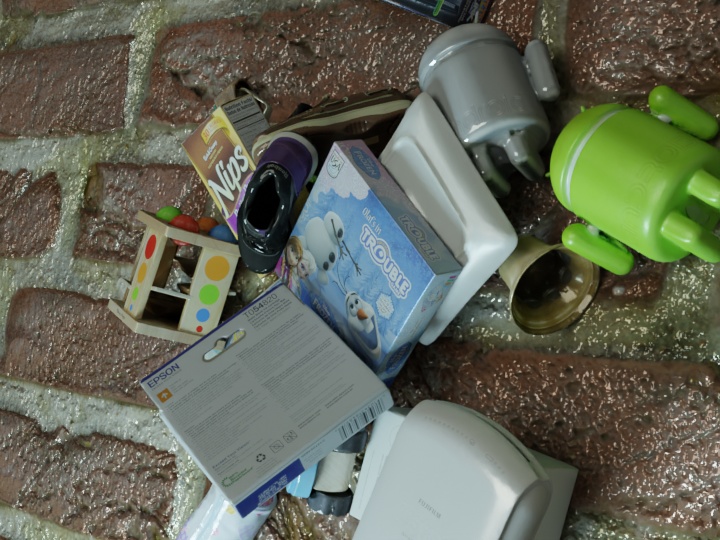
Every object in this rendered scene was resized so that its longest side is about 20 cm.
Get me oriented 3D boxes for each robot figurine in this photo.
[{"bbox_3d":[0.129,-0.178,1.217,0.170,0.113,0.200,-26,64,15],"label":"robot figurine"},{"bbox_3d":[0.261,-0.084,1.074,0.200,0.116,0.176,37,101,41],"label":"robot figurine"}]

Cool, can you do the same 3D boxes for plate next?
[{"bbox_3d":[0.059,-0.049,1.207,0.200,0.032,0.200,61,139,23],"label":"plate"}]

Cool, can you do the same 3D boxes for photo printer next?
[{"bbox_3d":[0.084,0.232,1.080,0.166,0.069,0.200,33,105,42],"label":"photo printer"}]

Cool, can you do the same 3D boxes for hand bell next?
[{"bbox_3d":[0.151,-0.028,1.205,0.104,0.104,0.200,-61,36,16],"label":"hand bell"}]

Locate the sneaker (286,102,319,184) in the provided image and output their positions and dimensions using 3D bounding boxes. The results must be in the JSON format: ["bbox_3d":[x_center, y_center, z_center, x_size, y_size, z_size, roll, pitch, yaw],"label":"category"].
[{"bbox_3d":[-0.034,-0.144,1.391,0.200,0.077,0.084,38,106,37],"label":"sneaker"}]

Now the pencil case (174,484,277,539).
[{"bbox_3d":[-0.185,0.332,1.435,0.200,0.091,0.083,-55,51,20],"label":"pencil case"}]

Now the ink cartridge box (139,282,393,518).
[{"bbox_3d":[-0.101,0.130,1.206,0.200,0.041,0.200,-35,51,-14],"label":"ink cartridge box"}]

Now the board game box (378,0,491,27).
[{"bbox_3d":[0.024,-0.336,1.308,0.200,0.165,0.057,31,106,41],"label":"board game box"}]

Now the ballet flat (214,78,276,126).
[{"bbox_3d":[-0.134,-0.180,1.498,0.067,0.068,0.200,-45,57,20],"label":"ballet flat"}]

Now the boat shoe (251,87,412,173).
[{"bbox_3d":[-0.034,-0.166,1.334,0.075,0.202,0.075,95,156,-47],"label":"boat shoe"}]

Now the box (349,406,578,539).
[{"bbox_3d":[0.103,0.227,1.179,0.200,0.097,0.125,18,94,44],"label":"box"}]

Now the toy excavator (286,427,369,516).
[{"bbox_3d":[-0.103,0.172,1.270,0.194,0.200,0.100,-109,32,-72],"label":"toy excavator"}]

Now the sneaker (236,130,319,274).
[{"bbox_3d":[-0.112,-0.059,1.282,0.076,0.088,0.200,24,134,5],"label":"sneaker"}]

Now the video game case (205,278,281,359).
[{"bbox_3d":[-0.141,0.119,1.437,0.200,0.022,0.182,-39,38,32],"label":"video game case"}]

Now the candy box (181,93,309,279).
[{"bbox_3d":[-0.129,-0.101,1.410,0.117,0.056,0.200,-31,89,52],"label":"candy box"}]

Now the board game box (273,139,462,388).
[{"bbox_3d":[0.000,0.000,1.232,0.200,0.043,0.199,54,134,30],"label":"board game box"}]

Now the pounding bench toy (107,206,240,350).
[{"bbox_3d":[-0.249,-0.005,1.526,0.200,0.124,0.156,25,98,59],"label":"pounding bench toy"}]
